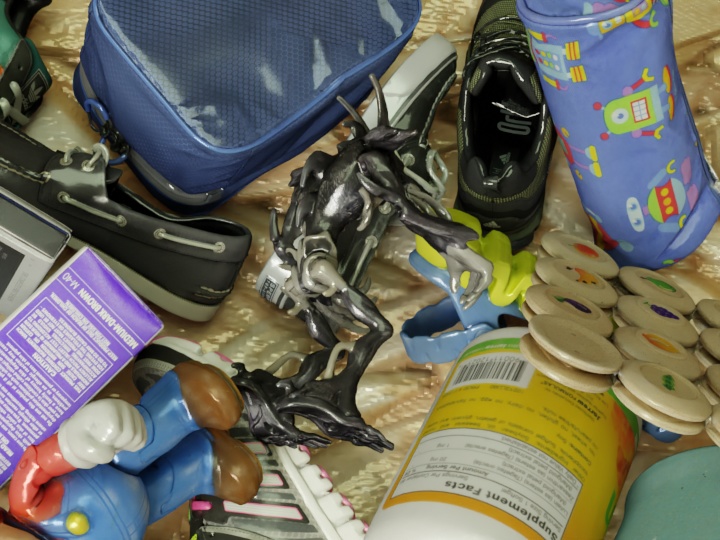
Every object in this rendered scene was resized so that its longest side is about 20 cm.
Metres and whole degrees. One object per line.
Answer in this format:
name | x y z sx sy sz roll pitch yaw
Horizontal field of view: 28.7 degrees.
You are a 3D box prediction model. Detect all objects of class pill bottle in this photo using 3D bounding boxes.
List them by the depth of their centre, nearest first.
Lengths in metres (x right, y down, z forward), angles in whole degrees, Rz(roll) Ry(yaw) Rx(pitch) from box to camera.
pill bottle | 0.066 0.133 0.721 0.111 0.111 0.200 26 48 7

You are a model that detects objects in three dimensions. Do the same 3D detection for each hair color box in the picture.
hair color box | -0.198 0.081 0.738 0.200 0.109 0.065 -44 96 -14

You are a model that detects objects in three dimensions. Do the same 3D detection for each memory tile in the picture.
memory tile | 0.159 0.036 0.754 0.153 0.017 0.200 24 22 2

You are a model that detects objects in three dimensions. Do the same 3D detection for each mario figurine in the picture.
mario figurine | -0.127 0.133 0.657 0.200 0.106 0.124 -35 98 -27

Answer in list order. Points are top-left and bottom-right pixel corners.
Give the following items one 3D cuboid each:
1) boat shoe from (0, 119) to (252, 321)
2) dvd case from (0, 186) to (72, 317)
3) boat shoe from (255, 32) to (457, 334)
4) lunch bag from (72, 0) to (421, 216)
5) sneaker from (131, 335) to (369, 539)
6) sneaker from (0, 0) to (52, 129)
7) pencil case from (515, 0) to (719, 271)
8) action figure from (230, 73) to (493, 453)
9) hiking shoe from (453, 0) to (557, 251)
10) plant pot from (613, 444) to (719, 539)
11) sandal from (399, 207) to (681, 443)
boat shoe | -0.153 -0.048 0.808 0.200 0.063 0.073 33 22 -14
dvd case | -0.252 -0.046 0.732 0.200 0.150 0.025 32 68 -11
boat shoe | 0.016 -0.053 0.856 0.068 0.074 0.200 32 69 3
lunch bag | -0.078 -0.127 0.850 0.200 0.132 0.136 -36 86 -22
sneaker | -0.071 0.124 0.765 0.087 0.074 0.200 -36 78 -25
sneaker | -0.231 -0.104 0.859 0.080 0.071 0.200 4 69 -6
pencil case | 0.156 -0.090 0.820 0.087 0.200 0.078 -18 38 11
action figure | 0.000 0.000 0.756 0.102 0.119 0.200 31 61 -31
hiking shoe | 0.100 -0.116 0.873 0.076 0.101 0.200 6 65 3
plant pot | 0.192 0.199 0.701 0.200 0.200 0.188 14 50 2
sandal | 0.103 0.045 0.826 0.200 0.079 0.087 32 107 -1
